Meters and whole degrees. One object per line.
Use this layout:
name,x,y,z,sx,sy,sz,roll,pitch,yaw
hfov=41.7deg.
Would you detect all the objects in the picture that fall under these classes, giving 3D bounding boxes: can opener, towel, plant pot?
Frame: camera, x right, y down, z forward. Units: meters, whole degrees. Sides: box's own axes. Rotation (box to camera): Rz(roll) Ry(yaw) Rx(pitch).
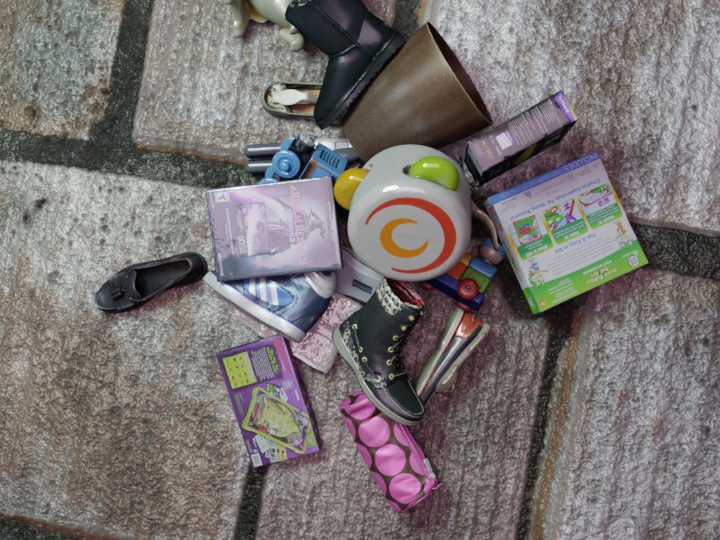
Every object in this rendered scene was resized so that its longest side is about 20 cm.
can opener,-0.095,-0.190,1.548,0.199,0.067,0.054,-3,87,4
towel,-0.106,0.065,1.558,0.199,0.034,0.133,30,92,5
plant pot,0.075,-0.256,1.491,0.199,0.187,0.188,-32,85,16

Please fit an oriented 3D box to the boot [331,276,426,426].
boot,0.056,0.122,1.454,0.204,0.073,0.154,51,123,21

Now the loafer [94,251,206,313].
loafer,-0.356,0.016,1.568,0.199,0.063,0.072,-21,86,4

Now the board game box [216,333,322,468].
board game box,-0.149,0.212,1.543,0.119,0.032,0.201,-16,94,14

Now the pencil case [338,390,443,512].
pencil case,0.048,0.278,1.511,0.094,0.091,0.201,-34,87,39

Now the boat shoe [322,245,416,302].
boat shoe,0.000,0.000,1.532,0.199,0.066,0.072,25,121,18

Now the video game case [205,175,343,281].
video game case,-0.133,-0.063,1.457,0.199,0.019,0.144,-6,96,8

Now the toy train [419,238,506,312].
toy train,0.129,-0.029,1.524,0.199,0.085,0.116,30,75,13

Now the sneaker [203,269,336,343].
sneaker,-0.135,0.011,1.515,0.199,0.081,0.147,29,78,16

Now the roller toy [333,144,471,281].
roller toy,0.074,-0.089,1.423,0.199,0.140,0.183,-17,124,19

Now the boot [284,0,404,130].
boot,-0.054,-0.342,1.459,0.168,0.076,0.200,39,110,-10

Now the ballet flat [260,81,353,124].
ballet flat,-0.067,-0.277,1.550,0.199,0.064,0.068,2,88,5

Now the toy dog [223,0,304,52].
toy dog,-0.100,-0.449,1.538,0.199,0.140,0.195,13,64,5

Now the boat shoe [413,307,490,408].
boat shoe,0.136,0.159,1.515,0.062,0.071,0.201,28,94,-7

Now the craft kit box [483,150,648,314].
craft kit box,0.325,-0.061,1.496,0.199,0.049,0.198,-23,83,-9

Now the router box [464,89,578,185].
router box,0.240,-0.198,1.450,0.157,0.200,0.052,-29,86,3

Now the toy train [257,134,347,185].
toy train,-0.107,-0.121,1.509,0.114,0.087,0.200,31,119,-6

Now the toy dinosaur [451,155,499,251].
toy dinosaur,0.158,-0.123,1.501,0.200,0.088,0.047,40,52,23
